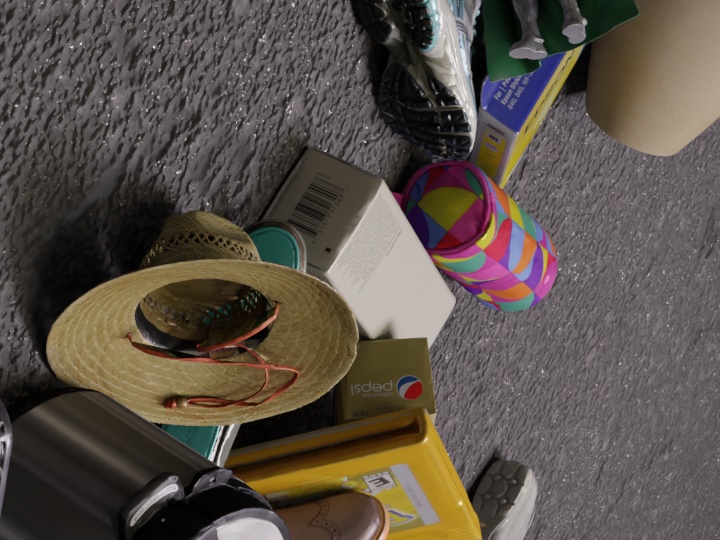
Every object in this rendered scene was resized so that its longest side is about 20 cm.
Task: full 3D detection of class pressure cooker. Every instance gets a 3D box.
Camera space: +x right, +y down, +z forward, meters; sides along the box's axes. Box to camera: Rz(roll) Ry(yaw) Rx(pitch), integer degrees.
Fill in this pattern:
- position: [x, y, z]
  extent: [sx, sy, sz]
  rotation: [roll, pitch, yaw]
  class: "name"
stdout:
- position: [-0.135, 0.179, 1.032]
  extent: [0.176, 0.199, 0.180]
  rotation: [21, 96, -61]
  class: "pressure cooker"

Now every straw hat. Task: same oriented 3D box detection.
- position: [-0.097, 0.013, 1.088]
  extent: [0.201, 0.199, 0.086]
  rotation: [63, 18, -56]
  class: "straw hat"

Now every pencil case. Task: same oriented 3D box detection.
- position: [0.092, -0.027, 1.401]
  extent: [0.089, 0.088, 0.200]
  rotation: [-63, 152, -4]
  class: "pencil case"

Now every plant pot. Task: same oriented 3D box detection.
- position: [0.273, -0.204, 1.502]
  extent: [0.187, 0.187, 0.201]
  rotation: [-23, 144, -52]
  class: "plant pot"

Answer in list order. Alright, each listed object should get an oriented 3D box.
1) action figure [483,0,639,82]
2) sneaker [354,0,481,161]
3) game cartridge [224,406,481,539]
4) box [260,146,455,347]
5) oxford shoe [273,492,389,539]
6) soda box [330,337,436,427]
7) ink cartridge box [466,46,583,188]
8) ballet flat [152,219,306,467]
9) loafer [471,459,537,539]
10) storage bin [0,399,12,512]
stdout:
- position: [0.110, -0.243, 1.206]
  extent: [0.055, 0.117, 0.202]
  rotation: [16, 58, -57]
  class: "action figure"
- position: [0.058, -0.160, 1.244]
  extent: [0.087, 0.077, 0.201]
  rotation: [-54, 151, -28]
  class: "sneaker"
- position: [-0.013, 0.172, 1.300]
  extent: [0.200, 0.175, 0.033]
  rotation: [64, 15, -55]
  class: "game cartridge"
- position: [0.000, 0.000, 1.274]
  extent: [0.082, 0.068, 0.200]
  rotation: [-57, 152, -15]
  class: "box"
- position: [-0.075, 0.198, 1.218]
  extent: [0.199, 0.072, 0.073]
  rotation: [-25, 138, -6]
  class: "oxford shoe"
- position: [0.013, 0.127, 1.328]
  extent: [0.201, 0.067, 0.064]
  rotation: [96, -10, -57]
  class: "soda box"
- position: [0.147, -0.177, 1.349]
  extent: [0.198, 0.047, 0.200]
  rotation: [-58, 176, -12]
  class: "ink cartridge box"
- position: [-0.093, 0.058, 1.181]
  extent: [0.064, 0.067, 0.201]
  rotation: [-61, 175, -88]
  class: "ballet flat"
- position: [0.111, 0.272, 1.684]
  extent: [0.200, 0.070, 0.070]
  rotation: [-52, 141, -25]
  class: "loafer"
- position: [-0.257, 0.135, 0.855]
  extent: [0.094, 0.135, 0.202]
  rotation: [-19, 127, -54]
  class: "storage bin"
